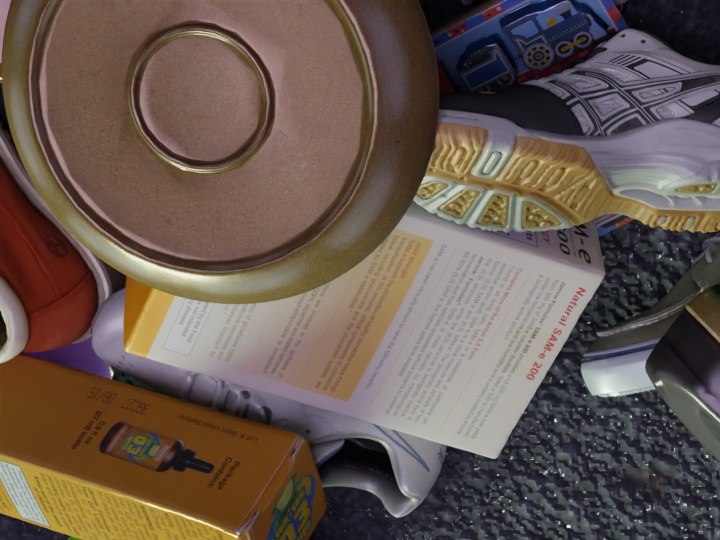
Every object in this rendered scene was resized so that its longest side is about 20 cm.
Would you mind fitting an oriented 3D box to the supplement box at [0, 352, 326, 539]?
[{"bbox_3d":[-0.120,0.099,1.102,0.200,0.067,0.069,13,141,28],"label":"supplement box"}]

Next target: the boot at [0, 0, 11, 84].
[{"bbox_3d":[-0.176,-0.170,0.979,0.200,0.068,0.188,17,111,6],"label":"boot"}]

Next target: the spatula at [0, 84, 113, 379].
[{"bbox_3d":[-0.177,-0.031,1.181,0.056,0.021,0.200,-3,104,26],"label":"spatula"}]

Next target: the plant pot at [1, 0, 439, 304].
[{"bbox_3d":[-0.066,-0.077,0.952,0.200,0.027,0.200,4,108,12],"label":"plant pot"}]

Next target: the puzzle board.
[{"bbox_3d":[0.056,-0.052,1.083,0.200,0.017,0.151,-26,125,16],"label":"puzzle board"}]

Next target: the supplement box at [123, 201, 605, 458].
[{"bbox_3d":[0.000,0.000,1.061,0.200,0.074,0.126,18,124,-16],"label":"supplement box"}]

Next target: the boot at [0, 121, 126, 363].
[{"bbox_3d":[-0.219,-0.033,1.128,0.200,0.107,0.075,42,119,9],"label":"boot"}]

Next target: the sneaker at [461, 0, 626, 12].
[{"bbox_3d":[0.135,-0.164,1.051,0.200,0.075,0.082,3,122,19],"label":"sneaker"}]

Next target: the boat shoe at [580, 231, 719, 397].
[{"bbox_3d":[0.198,0.004,1.086,0.200,0.072,0.062,-23,90,8],"label":"boat shoe"}]

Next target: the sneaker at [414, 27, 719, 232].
[{"bbox_3d":[0.102,-0.069,1.010,0.200,0.088,0.076,4,155,-19],"label":"sneaker"}]

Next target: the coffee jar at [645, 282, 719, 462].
[{"bbox_3d":[0.229,0.011,1.006,0.104,0.085,0.200,45,96,-1],"label":"coffee jar"}]

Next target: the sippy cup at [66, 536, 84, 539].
[{"bbox_3d":[-0.079,0.198,1.177,0.130,0.178,0.140,-33,67,9],"label":"sippy cup"}]

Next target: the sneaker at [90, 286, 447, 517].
[{"bbox_3d":[-0.043,0.061,1.122,0.200,0.087,0.075,18,132,-3],"label":"sneaker"}]
